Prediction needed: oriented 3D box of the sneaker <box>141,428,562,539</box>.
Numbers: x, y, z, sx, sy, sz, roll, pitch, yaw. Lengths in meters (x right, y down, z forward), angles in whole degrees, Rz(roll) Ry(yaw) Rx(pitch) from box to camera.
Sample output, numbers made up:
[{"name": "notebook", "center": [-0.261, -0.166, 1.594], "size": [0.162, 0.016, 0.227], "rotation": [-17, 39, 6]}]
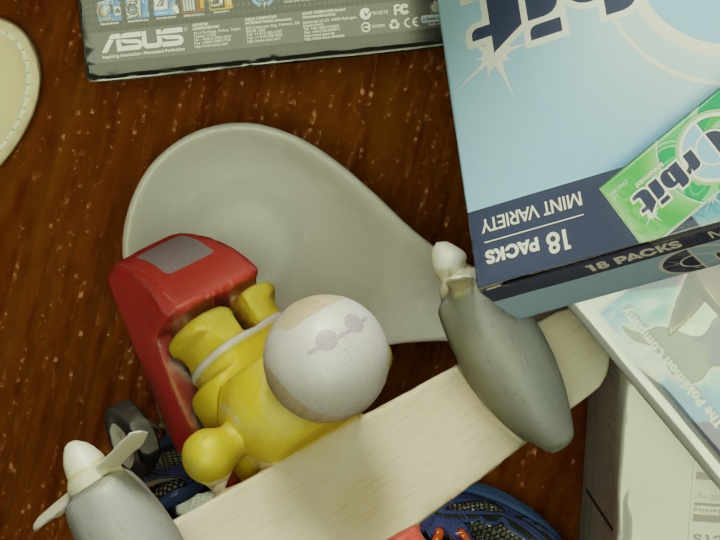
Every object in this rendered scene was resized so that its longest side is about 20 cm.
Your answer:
[{"name": "sneaker", "center": [-0.006, 0.118, 0.881], "size": [0.198, 0.078, 0.076], "rotation": [10, 96, -3]}]

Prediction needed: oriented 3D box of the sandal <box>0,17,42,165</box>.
[{"name": "sandal", "center": [-0.228, -0.041, 0.864], "size": [0.210, 0.070, 0.078], "rotation": [-22, 96, 0]}]

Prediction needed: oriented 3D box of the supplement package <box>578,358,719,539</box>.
[{"name": "supplement package", "center": [0.149, 0.088, 0.866], "size": [0.108, 0.114, 0.202], "rotation": [3, 96, -1]}]

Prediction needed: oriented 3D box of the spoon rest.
[{"name": "spoon rest", "center": [0.000, 0.000, 0.880], "size": [0.198, 0.061, 0.100], "rotation": [12, 95, -4]}]

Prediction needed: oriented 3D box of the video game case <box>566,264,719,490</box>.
[{"name": "video game case", "center": [0.196, 0.017, 0.776], "size": [0.182, 0.023, 0.200], "rotation": [-41, 87, 10]}]

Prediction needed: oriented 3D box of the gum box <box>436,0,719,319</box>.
[{"name": "gum box", "center": [0.112, -0.102, 0.771], "size": [0.169, 0.045, 0.202], "rotation": [-16, 67, 21]}]

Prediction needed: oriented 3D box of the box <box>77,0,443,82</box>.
[{"name": "box", "center": [-0.022, -0.166, 0.873], "size": [0.198, 0.044, 0.162], "rotation": [-7, 95, -2]}]

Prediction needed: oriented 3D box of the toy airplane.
[{"name": "toy airplane", "center": [-0.012, 0.072, 0.771], "size": [0.197, 0.201, 0.142], "rotation": [12, 139, 0]}]
